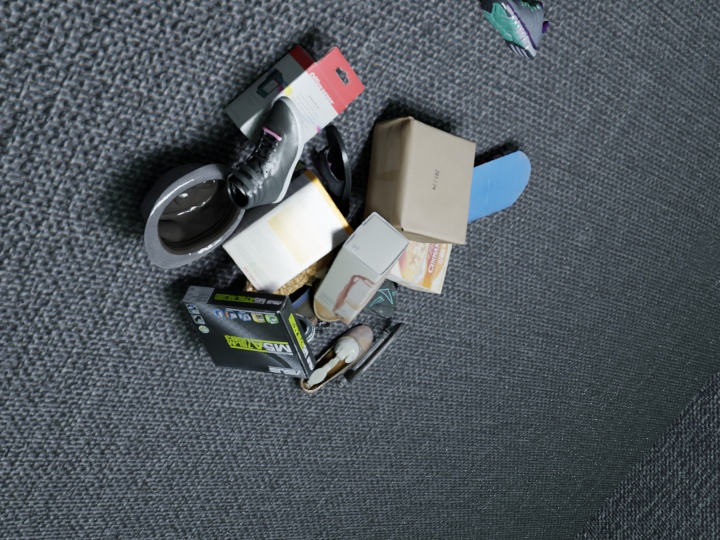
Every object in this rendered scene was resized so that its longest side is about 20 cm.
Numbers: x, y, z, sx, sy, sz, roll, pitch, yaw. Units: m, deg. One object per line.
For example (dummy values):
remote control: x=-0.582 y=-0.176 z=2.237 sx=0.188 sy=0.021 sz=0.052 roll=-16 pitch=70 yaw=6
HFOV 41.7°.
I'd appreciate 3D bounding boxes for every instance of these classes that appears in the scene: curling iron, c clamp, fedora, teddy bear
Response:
curling iron: x=-0.027 y=0.084 z=1.971 sx=0.200 sy=0.026 sz=0.050 roll=-21 pitch=100 yaw=-28
c clamp: x=0.019 y=0.183 z=2.060 sx=0.200 sy=0.027 sz=0.171 roll=-46 pitch=-178 yaw=-3
fedora: x=-0.285 y=-0.105 z=1.537 sx=0.200 sy=0.090 sz=0.177 roll=-36 pitch=144 yaw=-18
teddy bear: x=-0.132 y=0.016 z=1.762 sx=0.200 sy=0.067 sz=0.145 roll=-26 pitch=160 yaw=-2

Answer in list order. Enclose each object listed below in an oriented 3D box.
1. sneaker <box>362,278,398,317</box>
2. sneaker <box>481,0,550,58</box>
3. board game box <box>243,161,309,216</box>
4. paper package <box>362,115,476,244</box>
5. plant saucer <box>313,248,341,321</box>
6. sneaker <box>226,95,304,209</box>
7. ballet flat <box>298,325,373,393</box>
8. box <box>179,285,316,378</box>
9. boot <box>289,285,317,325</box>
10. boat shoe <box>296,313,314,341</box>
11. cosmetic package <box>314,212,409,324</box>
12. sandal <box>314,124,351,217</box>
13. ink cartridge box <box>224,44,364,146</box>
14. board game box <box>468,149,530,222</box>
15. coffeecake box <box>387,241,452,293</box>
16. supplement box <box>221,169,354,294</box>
sneaker: x=0.017 y=0.041 z=1.879 sx=0.200 sy=0.075 sz=0.079 roll=16 pitch=99 yaw=-64
sneaker: x=0.279 y=-0.461 z=1.679 sx=0.088 sy=0.074 sz=0.200 roll=-57 pitch=149 yaw=-1
board game box: x=-0.153 y=-0.096 z=1.702 sx=0.120 sy=0.032 sz=0.200 roll=-20 pitch=137 yaw=-27
paper package: x=0.111 y=-0.158 z=1.726 sx=0.190 sy=0.103 sz=0.200 roll=11 pitch=84 yaw=-44
plant saucer: x=-0.024 y=0.012 z=1.881 sx=0.200 sy=0.035 sz=0.200 roll=-32 pitch=146 yaw=-25
sneaker: x=-0.152 y=-0.173 z=1.472 sx=0.099 sy=0.071 sz=0.200 roll=-31 pitch=150 yaw=-43
ballet flat: x=-0.052 y=0.194 z=2.017 sx=0.200 sy=0.068 sz=0.067 roll=-44 pitch=175 yaw=4
box: x=-0.197 y=0.111 z=1.686 sx=0.193 sy=0.200 sz=0.048 roll=74 pitch=29 yaw=-44
boot: x=-0.171 y=0.089 z=1.838 sx=0.200 sy=0.075 sz=0.097 roll=-25 pitch=132 yaw=-34
boat shoe: x=-0.186 y=0.101 z=1.766 sx=0.200 sy=0.076 sz=0.060 roll=-2 pitch=168 yaw=4
cosmetic package: x=0.000 y=0.000 z=1.693 sx=0.103 sy=0.087 sz=0.200 roll=-47 pitch=174 yaw=-31
sandal: x=-0.050 y=-0.166 z=1.680 sx=0.048 sy=0.075 sz=0.201 roll=-21 pitch=138 yaw=-18
ink cartridge box: x=-0.105 y=-0.277 z=1.535 sx=0.200 sy=0.067 sz=0.116 roll=-40 pitch=141 yaw=1
board game box: x=0.253 y=-0.178 z=1.943 sx=0.200 sy=0.039 sz=0.158 roll=-21 pitch=143 yaw=-14
coffeecake box: x=0.091 y=-0.055 z=1.848 sx=0.200 sy=0.073 sz=0.154 roll=22 pitch=80 yaw=-48
supplement box: x=-0.130 y=-0.063 z=1.642 sx=0.200 sy=0.074 sz=0.126 roll=-35 pitch=114 yaw=-3
